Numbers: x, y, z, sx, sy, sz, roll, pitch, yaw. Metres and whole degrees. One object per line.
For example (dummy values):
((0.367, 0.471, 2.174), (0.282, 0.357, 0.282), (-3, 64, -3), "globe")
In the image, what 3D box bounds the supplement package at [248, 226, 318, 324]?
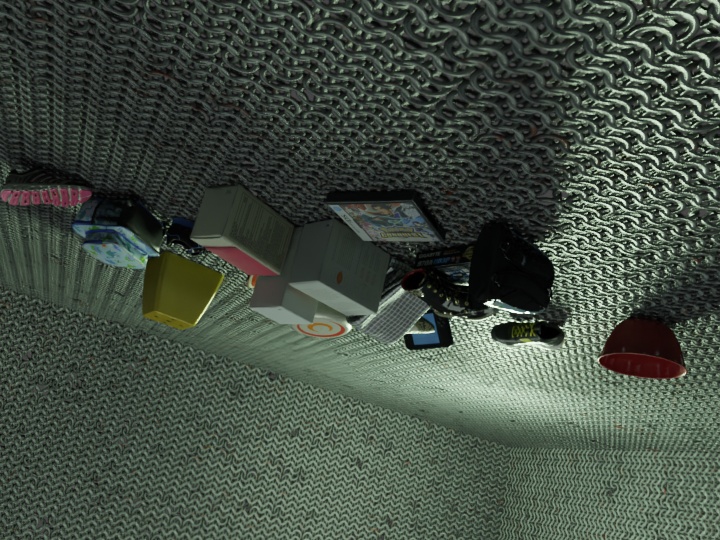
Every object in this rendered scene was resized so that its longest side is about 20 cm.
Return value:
((-0.165, 0.014, 1.595), (0.116, 0.203, 0.117), (-3, 155, 38), "supplement package")

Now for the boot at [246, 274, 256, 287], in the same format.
((-0.256, 0.006, 1.837), (0.106, 0.076, 0.200), (11, 160, -8), "boot")

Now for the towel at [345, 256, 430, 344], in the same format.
((0.078, 0.083, 1.649), (0.200, 0.086, 0.165), (-44, 131, 19), "towel")

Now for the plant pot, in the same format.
((-0.570, 0.074, 2.076), (0.198, 0.179, 0.199), (25, 159, -29), "plant pot")

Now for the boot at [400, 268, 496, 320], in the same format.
((0.203, 0.051, 1.496), (0.202, 0.074, 0.153), (-6, 151, 46), "boot")

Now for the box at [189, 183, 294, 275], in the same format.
((-0.260, -0.085, 1.495), (0.108, 0.130, 0.200), (0, 156, 36), "box")

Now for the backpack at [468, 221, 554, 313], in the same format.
((0.309, 0.011, 1.358), (0.197, 0.166, 0.153), (15, 171, -24), "backpack")

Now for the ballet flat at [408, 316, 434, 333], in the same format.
((0.106, 0.122, 1.795), (0.199, 0.076, 0.068), (41, 155, -3), "ballet flat")

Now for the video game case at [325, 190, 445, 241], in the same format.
((0.054, -0.108, 1.374), (0.197, 0.026, 0.181), (3, 157, 30), "video game case")

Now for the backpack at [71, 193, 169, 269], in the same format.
((-0.617, -0.096, 1.686), (0.197, 0.149, 0.183), (8, 158, 24), "backpack")

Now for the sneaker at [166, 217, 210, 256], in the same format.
((-0.397, -0.069, 1.711), (0.197, 0.079, 0.070), (16, 161, -4), "sneaker")

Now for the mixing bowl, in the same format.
((0.679, 0.180, 1.611), (0.197, 0.110, 0.201), (12, 160, 4), "mixing bowl")

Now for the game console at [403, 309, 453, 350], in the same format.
((0.142, 0.147, 1.879), (0.117, 0.173, 0.199), (-13, 179, -36), "game console")

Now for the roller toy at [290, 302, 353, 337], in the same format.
((-0.108, 0.094, 1.870), (0.179, 0.142, 0.200), (-4, 154, 16), "roller toy")

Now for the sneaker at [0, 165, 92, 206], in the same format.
((-0.746, -0.207, 1.596), (0.197, 0.089, 0.074), (-3, 149, -22), "sneaker")

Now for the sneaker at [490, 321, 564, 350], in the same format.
((0.451, 0.163, 1.797), (0.196, 0.076, 0.085), (2, 153, 7), "sneaker")

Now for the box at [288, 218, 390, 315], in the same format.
((-0.045, -0.003, 1.537), (0.105, 0.154, 0.199), (-6, 152, 45), "box")

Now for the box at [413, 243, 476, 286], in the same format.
((0.243, 0.000, 1.508), (0.158, 0.047, 0.198), (29, 156, -37), "box")
